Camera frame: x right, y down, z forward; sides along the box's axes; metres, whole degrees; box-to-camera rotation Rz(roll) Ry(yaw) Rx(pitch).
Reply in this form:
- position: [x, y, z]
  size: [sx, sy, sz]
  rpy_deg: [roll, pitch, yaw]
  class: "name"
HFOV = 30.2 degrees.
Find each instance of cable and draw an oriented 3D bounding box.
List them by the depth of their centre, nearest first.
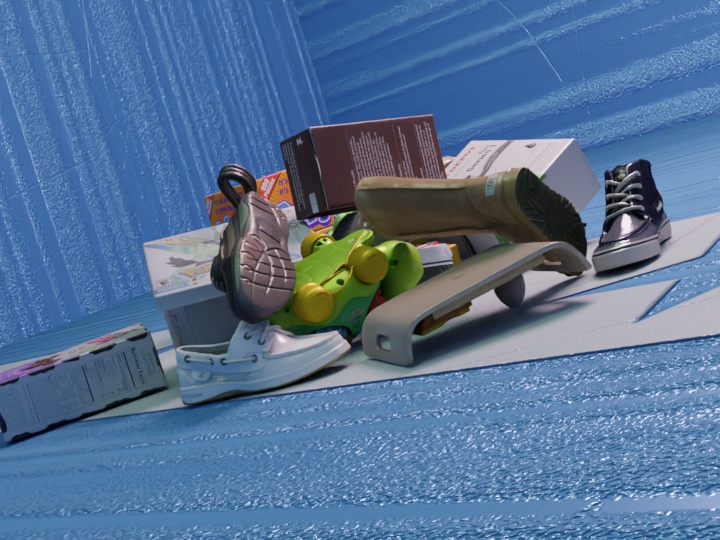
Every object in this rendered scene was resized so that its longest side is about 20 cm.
- position: [-0.129, -0.074, 1.697]
  size: [0.096, 0.200, 0.051]
  rpy_deg: [-3, 51, 36]
  class: "cable"

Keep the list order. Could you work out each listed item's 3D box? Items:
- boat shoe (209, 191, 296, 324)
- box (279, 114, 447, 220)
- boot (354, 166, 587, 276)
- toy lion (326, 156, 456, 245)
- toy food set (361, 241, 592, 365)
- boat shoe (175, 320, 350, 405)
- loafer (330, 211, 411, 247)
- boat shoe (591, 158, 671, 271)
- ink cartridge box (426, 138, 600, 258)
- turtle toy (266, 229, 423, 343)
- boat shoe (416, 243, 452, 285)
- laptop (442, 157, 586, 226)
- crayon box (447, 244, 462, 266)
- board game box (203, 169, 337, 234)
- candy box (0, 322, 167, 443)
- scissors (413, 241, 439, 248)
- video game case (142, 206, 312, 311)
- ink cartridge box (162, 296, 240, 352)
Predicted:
- position: [-0.114, -0.001, 1.385]
  size: [0.073, 0.074, 0.201]
  rpy_deg: [-47, 21, 24]
  class: "boat shoe"
- position: [0.007, -0.127, 1.635]
  size: [0.198, 0.102, 0.075]
  rpy_deg: [-10, -4, -40]
  class: "box"
- position: [0.119, -0.051, 1.399]
  size: [0.198, 0.175, 0.067]
  rpy_deg: [-2, 55, 40]
  class: "boot"
- position: [0.033, -0.059, 1.766]
  size: [0.190, 0.203, 0.068]
  rpy_deg: [-9, 30, -42]
  class: "toy lion"
- position: [0.105, 0.033, 1.263]
  size: [0.198, 0.061, 0.143]
  rpy_deg: [-28, 8, -14]
  class: "toy food set"
- position: [-0.105, 0.082, 1.333]
  size: [0.198, 0.070, 0.071]
  rpy_deg: [-16, 5, 25]
  class: "boat shoe"
- position: [0.016, -0.038, 1.576]
  size: [0.200, 0.069, 0.071]
  rpy_deg: [-27, 38, 60]
  class: "loafer"
- position: [0.275, -0.061, 1.400]
  size: [0.074, 0.094, 0.200]
  rpy_deg: [-16, 5, 21]
  class: "boat shoe"
- position: [0.178, -0.090, 1.683]
  size: [0.146, 0.085, 0.199]
  rpy_deg: [-47, 28, -24]
  class: "ink cartridge box"
- position: [-0.018, 0.021, 1.436]
  size: [0.199, 0.102, 0.145]
  rpy_deg: [-33, 24, -22]
  class: "turtle toy"
- position: [0.014, 0.022, 1.537]
  size: [0.197, 0.072, 0.072]
  rpy_deg: [-13, -8, 2]
  class: "boat shoe"
- position: [0.207, -0.111, 1.883]
  size: [0.174, 0.105, 0.200]
  rpy_deg: [-2, 4, -7]
  class: "laptop"
- position: [0.047, 0.012, 1.670]
  size: [0.198, 0.052, 0.126]
  rpy_deg: [-19, 5, -16]
  class: "crayon box"
- position: [-0.091, -0.057, 2.061]
  size: [0.198, 0.203, 0.199]
  rpy_deg: [-21, 6, -29]
  class: "board game box"
- position: [-0.342, 0.132, 1.619]
  size: [0.198, 0.072, 0.168]
  rpy_deg: [-20, 5, -12]
  class: "candy box"
- position: [0.000, 0.000, 1.594]
  size: [0.198, 0.014, 0.073]
  rpy_deg: [-19, 8, -17]
  class: "scissors"
- position: [-0.152, -0.018, 1.566]
  size: [0.197, 0.022, 0.183]
  rpy_deg: [-15, 23, -8]
  class: "video game case"
- position: [-0.179, 0.043, 1.698]
  size: [0.127, 0.127, 0.200]
  rpy_deg: [-19, 5, -16]
  class: "ink cartridge box"
